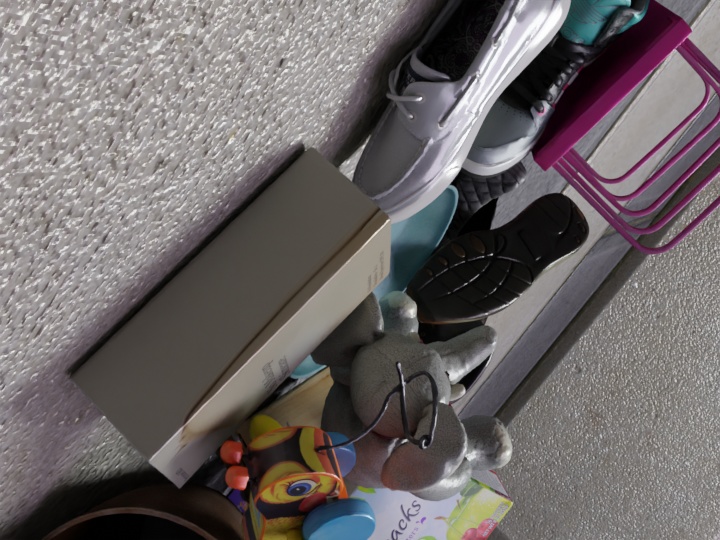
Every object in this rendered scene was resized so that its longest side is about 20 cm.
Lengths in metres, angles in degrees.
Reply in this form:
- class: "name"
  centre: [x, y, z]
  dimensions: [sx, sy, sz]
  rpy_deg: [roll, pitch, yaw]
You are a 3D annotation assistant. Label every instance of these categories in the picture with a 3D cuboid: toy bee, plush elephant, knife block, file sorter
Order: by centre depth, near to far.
- class: "toy bee"
  centre: [-0.045, 0.131, 0.675]
  dimensions: [0.107, 0.131, 0.203]
  rpy_deg: [5, 113, -26]
- class: "plush elephant"
  centre: [0.032, 0.086, 0.773]
  dimensions: [0.198, 0.166, 0.155]
  rpy_deg: [-23, 165, -34]
- class: "file sorter"
  centre: [0.222, -0.119, 0.852]
  dimensions: [0.139, 0.125, 0.200]
  rpy_deg: [-44, -169, 18]
- class: "knife block"
  centre: [-0.035, 0.123, 0.913]
  dimensions: [0.174, 0.064, 0.200]
  rpy_deg: [-33, 177, -20]

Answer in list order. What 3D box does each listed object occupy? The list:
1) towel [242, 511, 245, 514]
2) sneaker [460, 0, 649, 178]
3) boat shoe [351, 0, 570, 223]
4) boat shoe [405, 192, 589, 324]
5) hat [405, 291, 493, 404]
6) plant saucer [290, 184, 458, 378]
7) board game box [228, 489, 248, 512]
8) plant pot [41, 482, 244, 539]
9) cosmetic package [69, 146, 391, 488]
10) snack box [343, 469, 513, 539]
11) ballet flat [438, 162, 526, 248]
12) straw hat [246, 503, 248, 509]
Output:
- class: "towel"
  centre: [-0.099, 0.296, 0.887]
  dimensions: [0.190, 0.032, 0.202]
  rpy_deg: [-27, -140, 54]
- class: "sneaker"
  centre: [0.137, -0.161, 0.752]
  dimensions: [0.201, 0.083, 0.121]
  rpy_deg: [-51, 172, -22]
- class: "boat shoe"
  centre: [0.051, -0.117, 0.672]
  dimensions: [0.200, 0.072, 0.068]
  rpy_deg: [-47, 144, 18]
- class: "boat shoe"
  centre: [0.124, -0.001, 0.981]
  dimensions: [0.198, 0.076, 0.074]
  rpy_deg: [-25, 171, -28]
- class: "hat"
  centre: [0.082, 0.082, 1.094]
  dimensions: [0.199, 0.081, 0.203]
  rpy_deg: [-23, 129, -31]
- class: "plant saucer"
  centre: [0.000, 0.000, 0.860]
  dimensions: [0.200, 0.036, 0.201]
  rpy_deg: [-44, 164, -16]
- class: "board game box"
  centre: [-0.067, 0.208, 1.161]
  dimensions: [0.201, 0.045, 0.134]
  rpy_deg: [-51, 165, 7]
- class: "plant pot"
  centre: [-0.145, 0.239, 0.808]
  dimensions: [0.188, 0.186, 0.200]
  rpy_deg: [-50, -179, 7]
- class: "cosmetic package"
  centre: [-0.072, 0.031, 0.663]
  dimensions: [0.200, 0.073, 0.104]
  rpy_deg: [-46, 166, -12]
- class: "snack box"
  centre: [0.018, 0.238, 0.931]
  dimensions: [0.201, 0.141, 0.053]
  rpy_deg: [-55, -156, 13]
- class: "ballet flat"
  centre: [0.110, -0.052, 0.999]
  dimensions: [0.066, 0.057, 0.201]
  rpy_deg: [-42, 164, -17]
- class: "straw hat"
  centre: [-0.057, 0.219, 1.011]
  dimensions: [0.202, 0.201, 0.085]
  rpy_deg: [-49, 144, 5]
